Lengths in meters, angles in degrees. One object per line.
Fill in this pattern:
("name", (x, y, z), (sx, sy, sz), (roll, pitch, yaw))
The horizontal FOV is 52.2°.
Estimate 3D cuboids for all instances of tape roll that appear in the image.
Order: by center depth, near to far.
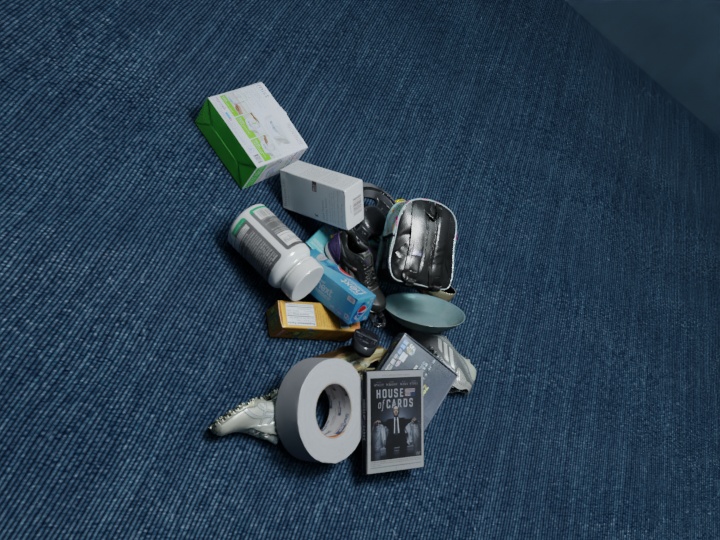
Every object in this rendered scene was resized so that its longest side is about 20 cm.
("tape roll", (-0.074, 0.274, 1.445), (0.199, 0.065, 0.204), (8, 79, -48))

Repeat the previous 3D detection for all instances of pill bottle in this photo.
("pill bottle", (-0.178, -0.037, 1.553), (0.200, 0.114, 0.113), (44, 45, 17))

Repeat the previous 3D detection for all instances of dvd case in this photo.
("dvd case", (0.068, 0.307, 1.510), (0.148, 0.025, 0.204), (3, 85, -35))

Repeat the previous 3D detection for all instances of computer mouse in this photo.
("computer mouse", (0.018, 0.137, 1.598), (0.058, 0.034, 0.200), (25, 24, 3))

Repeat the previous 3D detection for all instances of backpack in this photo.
("backpack", (0.129, -0.061, 1.688), (0.175, 0.150, 0.204), (11, 88, -23))

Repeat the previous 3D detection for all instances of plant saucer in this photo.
("plant saucer", (0.146, 0.107, 1.728), (0.197, 0.039, 0.201), (10, 18, -3))

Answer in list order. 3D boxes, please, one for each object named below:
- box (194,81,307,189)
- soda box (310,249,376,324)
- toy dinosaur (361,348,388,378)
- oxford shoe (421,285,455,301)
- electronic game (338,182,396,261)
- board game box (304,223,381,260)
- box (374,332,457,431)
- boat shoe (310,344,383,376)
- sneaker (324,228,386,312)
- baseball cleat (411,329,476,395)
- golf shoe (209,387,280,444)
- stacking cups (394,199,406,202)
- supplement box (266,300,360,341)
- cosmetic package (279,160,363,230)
("box", (-0.253, -0.321, 1.719), (0.176, 0.097, 0.201), (-32, 84, -44))
("soda box", (-0.064, 0.032, 1.592), (0.199, 0.065, 0.067), (38, 28, 30))
("toy dinosaur", (0.083, 0.216, 1.654), (0.199, 0.058, 0.102), (-29, 80, -43))
("oxford shoe", (0.156, 0.005, 1.826), (0.199, 0.075, 0.071), (40, 47, -9))
("electronic game", (0.026, -0.117, 1.765), (0.197, 0.041, 0.203), (14, 64, -29))
("board game box", (-0.036, -0.055, 1.744), (0.151, 0.047, 0.200), (45, 46, -4))
("box", (0.095, 0.261, 1.582), (0.157, 0.051, 0.201), (39, 76, -10))
("boat shoe", (-0.034, 0.203, 1.577), (0.198, 0.073, 0.064), (-12, 99, -33))
("sneaker", (0.000, 0.000, 1.643), (0.075, 0.087, 0.201), (-32, 84, -43))
("baseball cleat", (0.193, 0.215, 1.726), (0.199, 0.070, 0.107), (37, 47, -10))
("golf shoe", (-0.189, 0.290, 1.403), (0.198, 0.078, 0.098), (-16, 78, -40))
("stacking cups", (0.130, -0.091, 1.839), (0.060, 0.061, 0.201), (4, 44, -34))
("supplement box", (-0.100, 0.109, 1.582), (0.197, 0.066, 0.070), (8, 61, -32))
("cosmetic package", (-0.089, -0.173, 1.674), (0.198, 0.103, 0.074), (19, 37, 32))
